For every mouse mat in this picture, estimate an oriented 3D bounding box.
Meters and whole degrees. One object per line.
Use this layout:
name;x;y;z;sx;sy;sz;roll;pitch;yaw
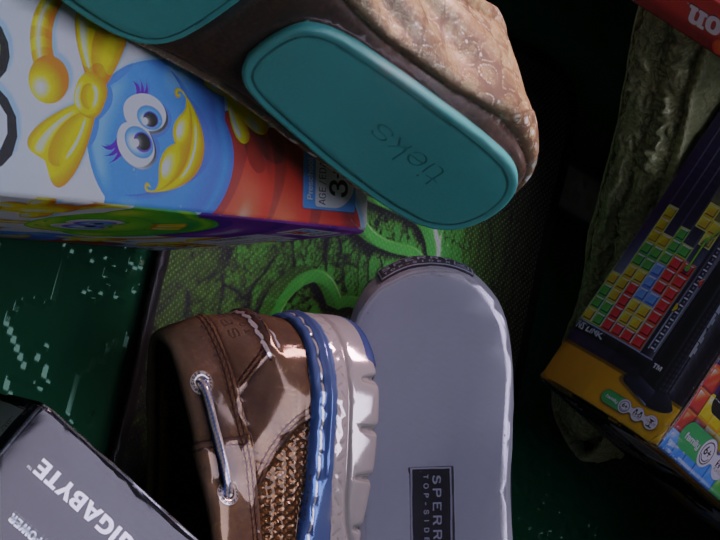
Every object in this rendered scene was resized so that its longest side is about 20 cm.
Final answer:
mouse mat;0.000;0.000;0.945;0.160;0.008;0.201;24;72;-39

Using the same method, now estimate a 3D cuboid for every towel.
towel;0.134;-0.037;0.995;0.148;0.036;0.201;-14;124;-40

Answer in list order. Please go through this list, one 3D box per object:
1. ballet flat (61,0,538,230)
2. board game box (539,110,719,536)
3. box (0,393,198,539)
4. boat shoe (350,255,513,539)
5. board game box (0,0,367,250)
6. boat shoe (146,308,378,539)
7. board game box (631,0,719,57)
ballet flat;-0.029;-0.082;0.757;0.200;0.070;0.066;39;37;-37
board game box;0.165;0.016;0.991;0.166;0.057;0.200;-56;141;-6
box;-0.070;0.156;0.787;0.200;0.046;0.159;43;77;-17
boat shoe;0.018;0.096;0.910;0.068;0.057;0.202;4;93;-4
board game box;-0.104;-0.064;0.790;0.199;0.105;0.104;5;84;-41
boat shoe;-0.045;0.111;0.861;0.072;0.072;0.202;6;83;-26
board game box;0.160;-0.109;0.918;0.200;0.103;0.020;-34;152;-45
